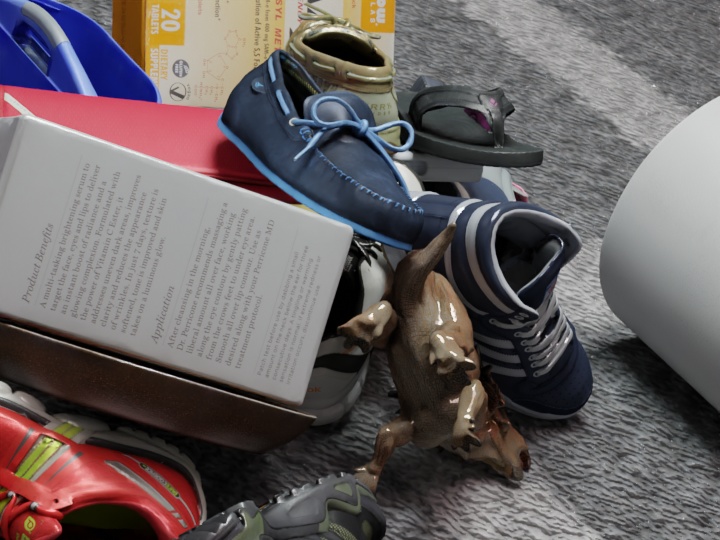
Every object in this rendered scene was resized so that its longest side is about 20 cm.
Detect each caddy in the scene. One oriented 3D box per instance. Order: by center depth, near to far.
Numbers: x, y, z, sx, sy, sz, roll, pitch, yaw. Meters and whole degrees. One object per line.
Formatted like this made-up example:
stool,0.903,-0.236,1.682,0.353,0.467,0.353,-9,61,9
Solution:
caddy,-0.220,-0.123,1.580,0.141,0.105,0.200,-5,36,-38

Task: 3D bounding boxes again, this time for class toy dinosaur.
toy dinosaur,0.043,0.049,1.393,0.085,0.201,0.136,0,26,16

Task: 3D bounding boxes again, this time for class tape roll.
tape roll,0.277,-0.005,1.576,0.202,0.204,0.139,-6,37,-38

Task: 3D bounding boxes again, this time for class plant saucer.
plant saucer,-0.123,0.066,1.312,0.199,0.032,0.200,16,-3,1

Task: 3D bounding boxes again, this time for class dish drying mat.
dish drying mat,-0.129,-0.079,1.479,0.199,0.018,0.077,5,44,-8

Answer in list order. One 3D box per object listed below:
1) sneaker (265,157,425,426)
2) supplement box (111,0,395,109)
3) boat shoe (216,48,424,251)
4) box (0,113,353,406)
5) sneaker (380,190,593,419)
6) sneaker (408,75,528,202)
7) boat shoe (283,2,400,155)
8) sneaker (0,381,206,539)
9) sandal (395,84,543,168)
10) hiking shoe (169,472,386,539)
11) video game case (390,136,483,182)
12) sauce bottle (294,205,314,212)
sneaker,0.000,0.000,1.458,0.073,0.080,0.201,16,51,6
supplement box,-0.077,-0.179,1.719,0.199,0.127,0.073,-1,6,-26
boat shoe,-0.024,-0.078,1.395,0.084,0.069,0.200,23,12,-45
box,-0.130,-0.007,1.337,0.199,0.107,0.152,18,-3,-20
sneaker,0.105,0.027,1.443,0.108,0.070,0.200,1,-37,49
sneaker,0.075,-0.066,1.709,0.082,0.070,0.201,15,34,-21
boat shoe,-0.008,-0.138,1.604,0.073,0.063,0.200,0,24,-15
sneaker,-0.176,0.114,1.234,0.199,0.077,0.085,11,36,-11
sandal,0.062,-0.106,1.593,0.075,0.048,0.200,0,15,-21
hiking shoe,-0.036,0.169,1.237,0.200,0.075,0.101,-8,73,-64
video game case,-0.044,-0.087,1.635,0.181,0.024,0.200,-1,11,-33
sauce bottle,0.010,0.004,1.544,0.199,0.065,0.065,27,29,12
